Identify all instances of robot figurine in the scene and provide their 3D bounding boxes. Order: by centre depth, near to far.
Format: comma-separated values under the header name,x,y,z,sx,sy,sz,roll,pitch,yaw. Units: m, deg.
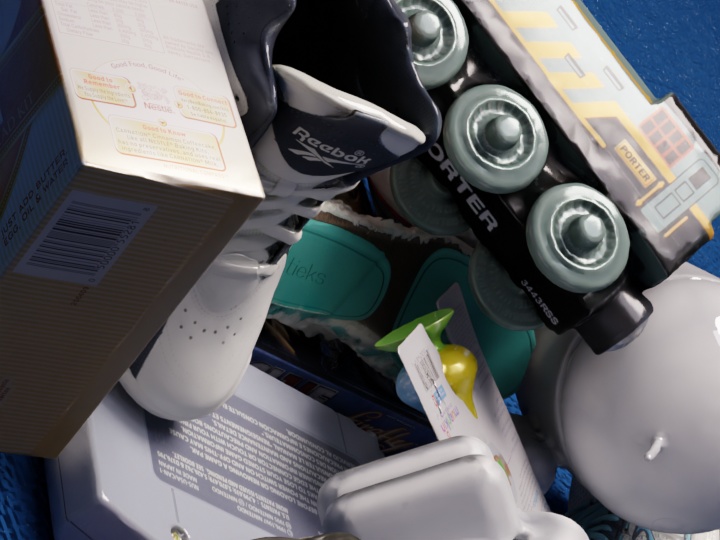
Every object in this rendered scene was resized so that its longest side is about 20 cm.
name,x,y,z,sx,sy,sz,roll,pitch,yaw
robot figurine,0.043,0.165,0.885,0.170,0.113,0.201,-95,168,-82
robot figurine,0.135,0.053,1.114,0.113,0.169,0.200,61,-4,-12

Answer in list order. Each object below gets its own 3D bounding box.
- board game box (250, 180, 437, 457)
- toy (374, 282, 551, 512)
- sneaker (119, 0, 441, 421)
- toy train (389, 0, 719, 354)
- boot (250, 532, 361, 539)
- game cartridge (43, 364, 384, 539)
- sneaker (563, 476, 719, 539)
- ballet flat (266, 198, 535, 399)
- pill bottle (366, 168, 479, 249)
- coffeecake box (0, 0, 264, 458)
name,x,y,z,sx,sy,sz,roll,pitch,yaw
board game box,-0.040,-0.016,1.119,0.135,0.035,0.201,27,36,-45
toy,0.052,0.114,1.013,0.115,0.047,0.201,-43,114,-72
sneaker,-0.033,-0.034,0.865,0.079,0.200,0.129,14,5,-30
toy train,0.068,-0.063,1.028,0.114,0.085,0.200,-38,89,-28
boot,-0.078,0.120,0.755,0.200,0.131,0.068,0,57,-60
game cartridge,-0.048,0.092,0.964,0.200,0.041,0.134,32,37,-40
sneaker,0.119,0.141,1.152,0.086,0.078,0.200,36,29,-26
ballet flat,0.000,0.000,1.056,0.200,0.072,0.072,29,34,-46
pill bottle,0.063,-0.047,1.177,0.120,0.119,0.200,60,-3,14
coffeecake box,-0.123,-0.061,0.871,0.073,0.154,0.200,10,47,-35
